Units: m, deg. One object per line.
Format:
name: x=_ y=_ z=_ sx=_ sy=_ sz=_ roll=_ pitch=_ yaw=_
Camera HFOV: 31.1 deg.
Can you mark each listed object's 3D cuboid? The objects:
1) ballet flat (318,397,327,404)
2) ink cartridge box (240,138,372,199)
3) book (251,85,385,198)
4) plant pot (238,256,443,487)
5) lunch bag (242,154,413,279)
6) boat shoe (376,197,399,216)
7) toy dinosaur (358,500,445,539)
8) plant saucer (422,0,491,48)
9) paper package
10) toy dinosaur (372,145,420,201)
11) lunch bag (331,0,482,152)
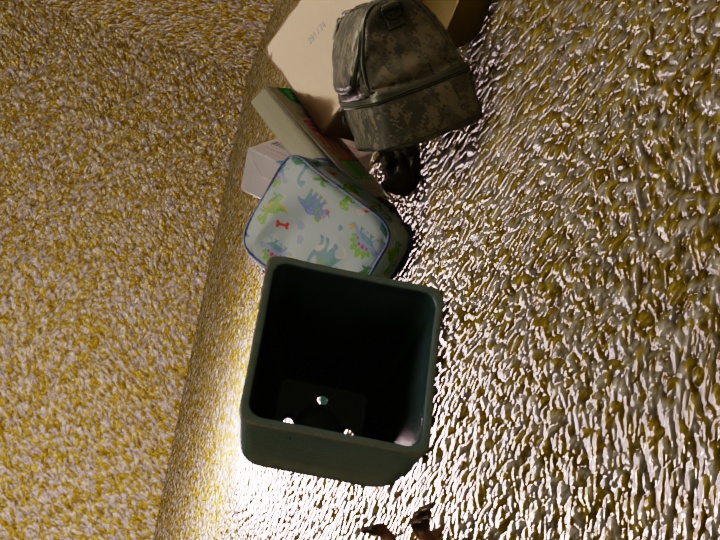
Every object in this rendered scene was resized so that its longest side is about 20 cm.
ballet flat: x=0.001 y=0.089 z=1.589 sx=0.071 sy=0.067 sz=0.201 roll=-67 pitch=3 yaw=-56
ink cartridge box: x=-0.065 y=-0.148 z=1.869 sx=0.200 sy=0.115 sz=0.068 roll=-27 pitch=-44 yaw=-52
book: x=-0.052 y=-0.161 z=1.749 sx=0.048 sy=0.200 sz=0.133 roll=-42 pitch=-8 yaw=18
plant pot: x=-0.033 y=0.132 z=1.410 sx=0.200 sy=0.194 sz=0.197 roll=110 pitch=170 yaw=-58
lunch bag: x=-0.045 y=-0.038 z=1.629 sx=0.082 sy=0.200 sz=0.162 roll=2 pitch=-59 yaw=-60
boat shoe: x=0.000 y=-0.001 z=1.702 sx=0.068 sy=0.071 sz=0.202 roll=-85 pitch=16 yaw=-80
toy dinosaur: x=0.051 y=0.282 z=1.103 sx=0.200 sy=0.085 sz=0.137 roll=-26 pitch=-88 yaw=-82
plant saucer: x=0.139 y=-0.381 z=1.596 sx=0.201 sy=0.048 sz=0.201 roll=-94 pitch=23 yaw=-59
paper package: x=-0.008 y=-0.305 z=1.752 sx=0.200 sy=0.103 sz=0.191 roll=-50 pitch=57 yaw=27
toy dinosaur: x=0.051 y=-0.143 z=1.651 sx=0.201 sy=0.076 sz=0.103 roll=-109 pitch=-6 yaw=-51
lunch bag: x=0.039 y=-0.234 z=1.502 sx=0.200 sy=0.138 sz=0.169 roll=-146 pitch=38 yaw=-78
